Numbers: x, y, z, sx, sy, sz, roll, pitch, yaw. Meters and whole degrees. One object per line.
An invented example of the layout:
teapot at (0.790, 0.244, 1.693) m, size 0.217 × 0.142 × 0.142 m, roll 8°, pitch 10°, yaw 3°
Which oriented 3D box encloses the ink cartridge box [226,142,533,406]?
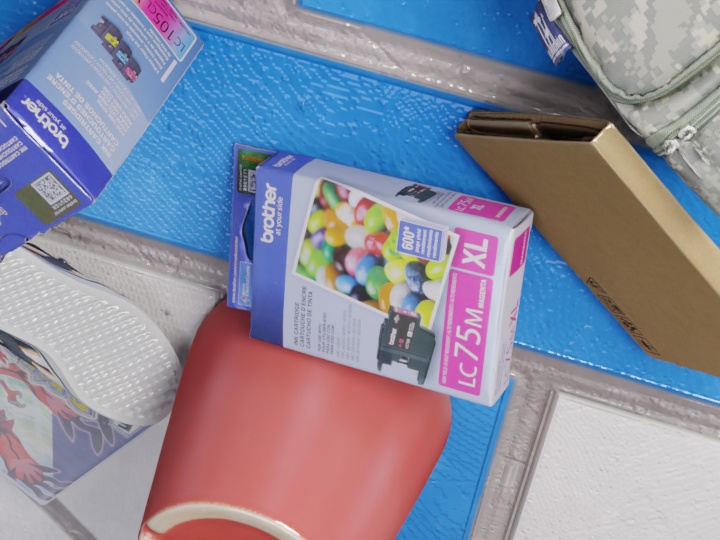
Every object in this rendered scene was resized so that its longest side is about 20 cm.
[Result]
ink cartridge box at (0.000, 0.000, 0.926) m, size 0.199 × 0.042 × 0.120 m, roll 16°, pitch 117°, yaw 22°

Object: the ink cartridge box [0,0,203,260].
ink cartridge box at (-0.187, -0.077, 0.858) m, size 0.136 × 0.201 × 0.076 m, roll -26°, pitch 117°, yaw 35°

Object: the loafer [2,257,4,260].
loafer at (-0.296, -0.037, 0.965) m, size 0.200 × 0.070 × 0.068 m, roll 34°, pitch 159°, yaw 46°

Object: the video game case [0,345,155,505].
video game case at (-0.268, 0.081, 1.146) m, size 0.200 × 0.023 × 0.182 m, roll 41°, pitch 131°, yaw -16°

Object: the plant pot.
plant pot at (-0.053, 0.139, 1.009) m, size 0.199 × 0.178 × 0.201 m, roll 11°, pitch 132°, yaw 12°

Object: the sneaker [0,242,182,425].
sneaker at (-0.209, 0.033, 1.049) m, size 0.200 × 0.079 × 0.079 m, roll 42°, pitch 168°, yaw -32°

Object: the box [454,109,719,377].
box at (0.152, -0.010, 0.845) m, size 0.200 × 0.021 × 0.163 m, roll 47°, pitch 169°, yaw -20°

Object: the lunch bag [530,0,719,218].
lunch bag at (0.196, -0.140, 0.713) m, size 0.168 × 0.139 × 0.200 m, roll 49°, pitch 129°, yaw 1°
